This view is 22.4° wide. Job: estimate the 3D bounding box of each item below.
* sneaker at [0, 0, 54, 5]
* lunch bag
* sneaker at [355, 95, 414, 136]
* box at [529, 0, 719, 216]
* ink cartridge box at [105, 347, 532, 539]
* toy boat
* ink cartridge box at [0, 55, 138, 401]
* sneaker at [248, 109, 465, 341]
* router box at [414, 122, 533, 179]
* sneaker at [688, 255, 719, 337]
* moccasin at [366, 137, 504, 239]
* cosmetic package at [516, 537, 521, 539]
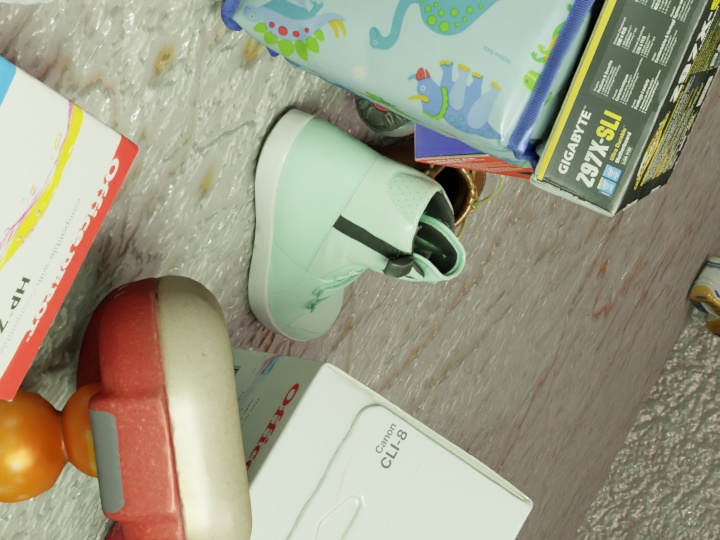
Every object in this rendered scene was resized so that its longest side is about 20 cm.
[{"bbox_3d":[-0.110,-0.157,0.610,0.200,0.077,0.113,-50,157,-69],"label":"sneaker"},{"bbox_3d":[0.054,-0.171,0.885,0.201,0.169,0.127,-66,168,3],"label":"lunch bag"},{"bbox_3d":[0.062,-0.139,1.116,0.200,0.079,0.096,-52,162,-32],"label":"sneaker"},{"bbox_3d":[0.157,-0.132,0.883,0.201,0.049,0.160,-68,164,15],"label":"box"},{"bbox_3d":[-0.031,0.141,0.997,0.146,0.144,0.200,-59,-163,-10],"label":"ink cartridge box"},{"bbox_3d":[-0.120,0.074,0.832,0.200,0.130,0.132,-154,-123,-84],"label":"toy boat"},{"bbox_3d":[-0.152,-0.022,0.668,0.117,0.067,0.200,-63,164,-1],"label":"ink cartridge box"},{"bbox_3d":[0.000,0.000,1.067,0.074,0.118,0.201,-56,163,-27],"label":"sneaker"},{"bbox_3d":[0.097,-0.154,1.035,0.179,0.049,0.202,2,87,-56],"label":"router box"},{"bbox_3d":[0.593,0.049,2.916,0.089,0.075,0.200,-65,147,-17],"label":"sneaker"},{"bbox_3d":[0.047,-0.051,1.197,0.074,0.077,0.201,-65,163,7],"label":"moccasin"},{"bbox_3d":[0.047,0.277,1.532,0.166,0.164,0.200,-62,163,0],"label":"cosmetic package"}]
